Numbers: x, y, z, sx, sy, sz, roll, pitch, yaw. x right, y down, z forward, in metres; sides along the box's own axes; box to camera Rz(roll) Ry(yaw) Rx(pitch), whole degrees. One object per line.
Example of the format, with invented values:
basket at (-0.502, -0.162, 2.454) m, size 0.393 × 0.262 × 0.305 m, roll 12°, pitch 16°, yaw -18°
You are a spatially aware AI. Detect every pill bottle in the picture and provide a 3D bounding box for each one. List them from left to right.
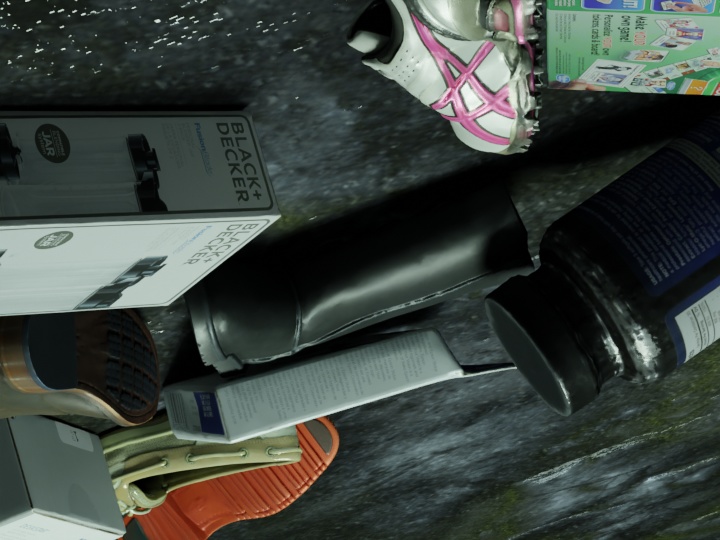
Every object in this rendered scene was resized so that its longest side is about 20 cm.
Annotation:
pill bottle at (0.176, -0.005, 1.429) m, size 0.200 × 0.112 × 0.112 m, roll -34°, pitch 165°, yaw -9°

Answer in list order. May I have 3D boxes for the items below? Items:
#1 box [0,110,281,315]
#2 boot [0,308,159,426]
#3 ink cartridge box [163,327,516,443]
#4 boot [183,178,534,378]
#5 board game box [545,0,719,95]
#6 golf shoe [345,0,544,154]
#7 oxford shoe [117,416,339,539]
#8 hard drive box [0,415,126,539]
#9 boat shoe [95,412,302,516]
box at (-0.152, -0.027, 1.194) m, size 0.200 × 0.060 × 0.117 m, roll -3°, pitch 157°, yaw -41°
boot at (-0.189, 0.052, 1.419) m, size 0.097 × 0.075 × 0.200 m, roll -5°, pitch 167°, yaw 18°
ink cartridge box at (-0.014, 0.067, 1.570) m, size 0.200 × 0.041 × 0.200 m, roll -14°, pitch 180°, yaw -15°
boot at (0.000, 0.000, 1.420) m, size 0.200 × 0.066 × 0.165 m, roll -16°, pitch 171°, yaw 2°
board game box at (0.151, -0.121, 1.106) m, size 0.134 × 0.029 × 0.200 m, roll 2°, pitch 167°, yaw 5°
golf shoe at (0.041, -0.113, 1.134) m, size 0.092 × 0.073 × 0.200 m, roll -2°, pitch 157°, yaw 5°
oxford shoe at (-0.094, 0.151, 1.824) m, size 0.200 × 0.071 × 0.073 m, roll -30°, pitch -172°, yaw 24°
hard drive box at (-0.281, 0.169, 1.635) m, size 0.200 × 0.077 × 0.156 m, roll -22°, pitch 163°, yaw 11°
boat shoe at (-0.135, 0.139, 1.714) m, size 0.200 × 0.063 × 0.073 m, roll -24°, pitch 162°, yaw 15°
